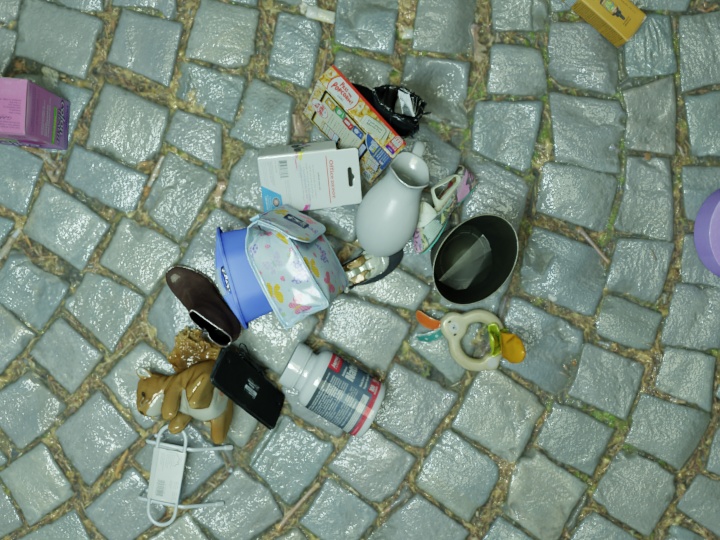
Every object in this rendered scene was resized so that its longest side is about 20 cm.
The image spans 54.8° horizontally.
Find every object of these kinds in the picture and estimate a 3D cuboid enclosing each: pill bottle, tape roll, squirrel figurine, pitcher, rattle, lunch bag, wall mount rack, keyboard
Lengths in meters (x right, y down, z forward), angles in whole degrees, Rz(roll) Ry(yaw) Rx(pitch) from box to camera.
[{"bbox_3d":[-0.058,0.231,1.379,0.197,0.120,0.122,30,91,-4],"label":"pill bottle"},{"bbox_3d":[0.795,-0.078,1.428,0.194,0.066,0.207,0,93,-1],"label":"tape roll"},{"bbox_3d":[-0.345,0.220,1.371,0.181,0.143,0.204,1,55,21],"label":"squirrel figurine"},{"bbox_3d":[0.070,-0.139,1.345,0.119,0.173,0.202,26,132,0],"label":"pitcher"},{"bbox_3d":[0.209,0.139,1.381,0.196,0.144,0.133,23,110,-9],"label":"rattle"},{"bbox_3d":[-0.119,-0.022,1.283,0.125,0.170,0.203,-29,93,17],"label":"lunch bag"},{"bbox_3d":[-0.355,0.409,1.402,0.168,0.075,0.206,10,92,1],"label":"wall mount rack"},{"bbox_3d":[-0.223,0.224,1.372,0.201,0.039,0.106,51,48,-38],"label":"keyboard"}]

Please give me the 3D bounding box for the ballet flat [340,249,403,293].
[{"bbox_3d":[0.000,0.000,1.397,0.196,0.073,0.075,-24,93,-1],"label":"ballet flat"}]

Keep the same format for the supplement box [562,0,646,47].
[{"bbox_3d":[0.472,-0.541,1.395,0.199,0.069,0.067,40,91,-2],"label":"supplement box"}]

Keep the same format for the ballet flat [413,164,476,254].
[{"bbox_3d":[0.155,-0.129,1.381,0.071,0.069,0.201,46,75,-27],"label":"ballet flat"}]

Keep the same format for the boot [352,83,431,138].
[{"bbox_3d":[0.034,-0.319,1.337,0.194,0.162,0.075,25,89,-3],"label":"boot"}]

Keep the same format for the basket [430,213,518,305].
[{"bbox_3d":[0.203,-0.025,1.338,0.180,0.200,0.136,-45,94,1],"label":"basket"}]

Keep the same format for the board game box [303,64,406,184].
[{"bbox_3d":[-0.015,-0.275,1.341,0.200,0.151,0.046,46,70,-4],"label":"board game box"}]

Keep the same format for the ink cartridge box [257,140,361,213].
[{"bbox_3d":[-0.099,-0.186,1.369,0.194,0.068,0.118,-6,115,-2],"label":"ink cartridge box"}]

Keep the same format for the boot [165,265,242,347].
[{"bbox_3d":[-0.309,0.064,1.338,0.199,0.166,0.073,41,90,-3],"label":"boot"}]

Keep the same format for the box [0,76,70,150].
[{"bbox_3d":[-0.664,-0.292,1.291,0.170,0.200,0.100,5,93,-3],"label":"box"}]

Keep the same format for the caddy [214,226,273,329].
[{"bbox_3d":[-0.230,0.009,1.353,0.102,0.141,0.206,-16,93,-6],"label":"caddy"}]
